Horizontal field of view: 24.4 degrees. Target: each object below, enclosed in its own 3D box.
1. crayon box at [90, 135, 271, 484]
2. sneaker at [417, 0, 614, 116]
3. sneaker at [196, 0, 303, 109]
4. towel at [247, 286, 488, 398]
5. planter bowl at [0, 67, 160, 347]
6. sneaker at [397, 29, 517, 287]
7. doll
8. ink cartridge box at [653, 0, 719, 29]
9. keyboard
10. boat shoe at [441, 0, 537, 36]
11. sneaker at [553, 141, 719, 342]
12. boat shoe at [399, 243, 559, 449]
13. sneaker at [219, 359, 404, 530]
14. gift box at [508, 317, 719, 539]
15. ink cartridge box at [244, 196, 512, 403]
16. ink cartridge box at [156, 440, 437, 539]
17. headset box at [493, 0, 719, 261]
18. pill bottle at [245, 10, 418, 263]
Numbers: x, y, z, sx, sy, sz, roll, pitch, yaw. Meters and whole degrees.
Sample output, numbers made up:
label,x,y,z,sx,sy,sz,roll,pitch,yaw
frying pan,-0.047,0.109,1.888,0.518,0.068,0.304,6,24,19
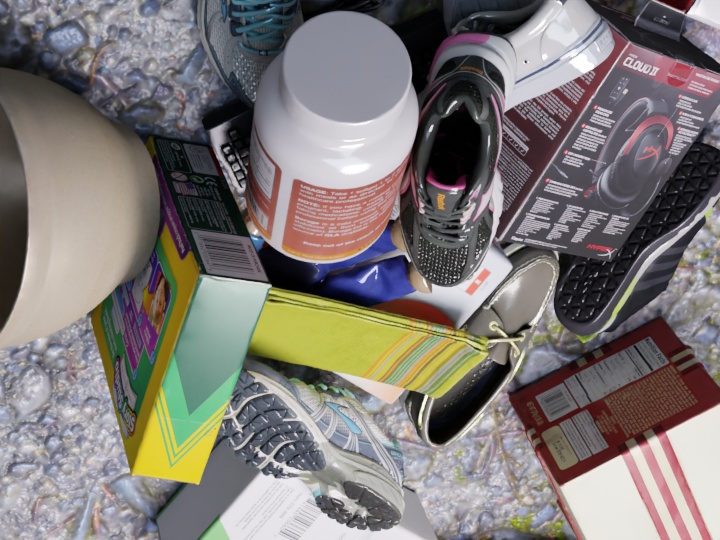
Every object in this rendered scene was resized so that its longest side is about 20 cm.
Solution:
label,x,y,z,sx,sy,sz,roll,pitch,yaw
crayon box,-0.137,0.026,1.218,0.058,0.200,0.173,8,119,-23
sneaker,0.086,-0.149,1.205,0.200,0.073,0.071,-26,108,29
sneaker,-0.077,-0.199,1.153,0.077,0.086,0.201,-7,117,-6
towel,-0.004,0.060,1.312,0.199,0.018,0.086,14,139,-24
planter bowl,-0.226,-0.046,1.168,0.134,0.200,0.201,-5,126,-41
sneaker,0.059,-0.065,1.170,0.080,0.086,0.200,8,128,10
doll,-0.051,0.005,1.295,0.199,0.049,0.137,-17,121,12
ink cartridge box,0.240,-0.237,1.159,0.175,0.200,0.084,16,115,-26
keyboard,-0.024,-0.142,1.248,0.200,0.021,0.127,-26,118,-1
boat shoe,0.091,-0.229,1.202,0.073,0.067,0.200,-7,141,5
sneaker,0.237,-0.024,1.392,0.200,0.072,0.083,-49,148,16
boat shoe,0.107,0.063,1.397,0.072,0.060,0.202,25,112,-26
sneaker,-0.039,0.126,1.334,0.077,0.086,0.200,-23,127,33
gift box,0.237,0.182,1.446,0.200,0.185,0.187,-26,116,6
ink cartridge box,0.000,0.000,1.334,0.200,0.050,0.162,30,109,-32
ink cartridge box,-0.054,0.230,1.443,0.200,0.084,0.146,32,108,-30
headset box,0.183,-0.113,1.272,0.148,0.075,0.200,8,122,-45
pill bottle,-0.020,-0.091,1.148,0.112,0.112,0.200,-8,159,-11
